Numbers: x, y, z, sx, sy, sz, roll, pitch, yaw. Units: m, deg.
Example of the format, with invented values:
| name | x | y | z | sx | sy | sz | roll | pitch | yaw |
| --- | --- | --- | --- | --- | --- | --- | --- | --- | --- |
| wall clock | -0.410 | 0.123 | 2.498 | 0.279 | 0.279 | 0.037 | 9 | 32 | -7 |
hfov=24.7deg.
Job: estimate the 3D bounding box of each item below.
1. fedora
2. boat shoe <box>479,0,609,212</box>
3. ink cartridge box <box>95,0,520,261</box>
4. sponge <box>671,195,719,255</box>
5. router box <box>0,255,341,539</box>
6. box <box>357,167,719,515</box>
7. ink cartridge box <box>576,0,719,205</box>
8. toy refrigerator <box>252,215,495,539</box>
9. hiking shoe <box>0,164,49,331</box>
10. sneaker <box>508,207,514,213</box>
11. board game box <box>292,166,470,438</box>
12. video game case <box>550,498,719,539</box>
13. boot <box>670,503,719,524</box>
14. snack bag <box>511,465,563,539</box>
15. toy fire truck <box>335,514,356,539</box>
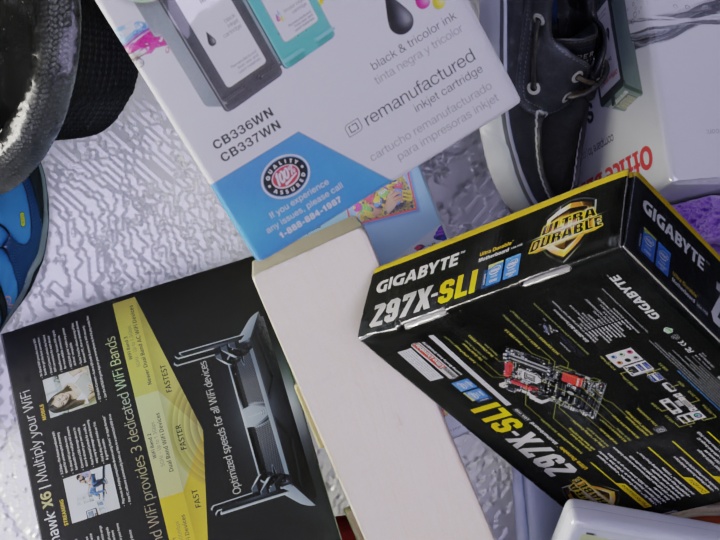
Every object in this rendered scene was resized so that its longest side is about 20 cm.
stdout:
| name | x | y | z | sx | sy | sz | roll | pitch | yaw |
| --- | --- | --- | --- | --- | --- | --- | --- | --- | --- |
| fedora | -0.183 | -0.136 | 0.901 | 0.091 | 0.199 | 0.203 | 4 | 96 | -45 |
| boat shoe | 0.098 | -0.118 | 0.852 | 0.068 | 0.056 | 0.202 | -33 | 126 | -43 |
| ink cartridge box | -0.045 | -0.142 | 0.779 | 0.146 | 0.146 | 0.201 | -31 | 109 | 3 |
| sponge | 0.204 | -0.008 | 0.874 | 0.111 | 0.199 | 0.030 | 25 | 63 | -43 |
| router box | -0.104 | 0.106 | 0.916 | 0.155 | 0.052 | 0.202 | -16 | 60 | -4 |
| box | 0.122 | 0.048 | 0.801 | 0.200 | 0.159 | 0.050 | 40 | 49 | -30 |
| ink cartridge box | 0.160 | -0.128 | 0.900 | 0.083 | 0.146 | 0.203 | -4 | 80 | -16 |
| toy refrigerator | 0.007 | 0.079 | 0.862 | 0.069 | 0.076 | 0.202 | -24 | 98 | -1 |
| hiking shoe | -0.228 | 0.016 | 0.930 | 0.074 | 0.087 | 0.202 | 18 | 93 | -7 |
| sneaker | 0.126 | 0.029 | 0.969 | 0.080 | 0.083 | 0.203 | 4 | 94 | -6 |
| board game box | 0.000 | 0.000 | 0.943 | 0.104 | 0.103 | 0.202 | -22 | 97 | -1 |
| video game case | 0.176 | 0.215 | 0.892 | 0.198 | 0.022 | 0.184 | 11 | 118 | -12 |
| boot | 0.223 | 0.178 | 0.930 | 0.198 | 0.107 | 0.076 | -16 | 115 | -30 |
| snack bag | 0.168 | 0.141 | 0.961 | 0.198 | 0.021 | 0.191 | -18 | 108 | -33 |
| toy fire truck | 0.042 | 0.198 | 0.970 | 0.176 | 0.128 | 0.200 | 47 | 62 | -11 |
